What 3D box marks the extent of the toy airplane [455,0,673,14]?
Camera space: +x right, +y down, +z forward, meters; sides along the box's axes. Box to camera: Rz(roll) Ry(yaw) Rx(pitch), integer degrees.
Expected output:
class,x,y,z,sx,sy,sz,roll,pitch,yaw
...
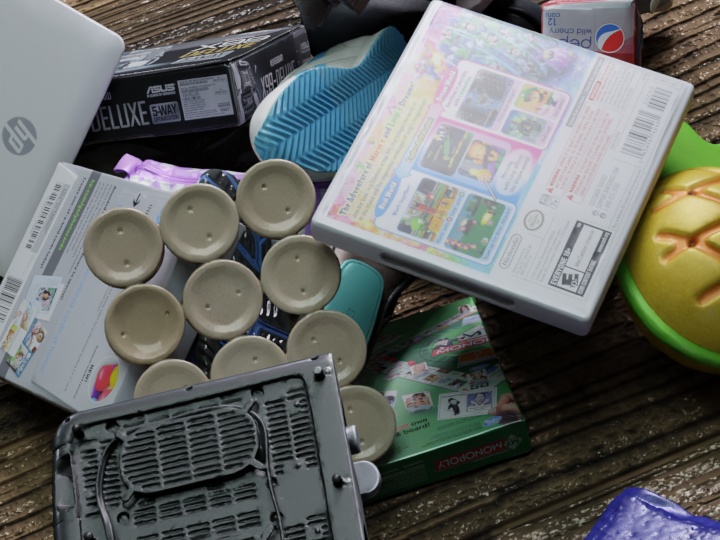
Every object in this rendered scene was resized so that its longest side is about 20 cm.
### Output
class,x,y,z,sx,sy,sz,roll,pitch,yaw
toy airplane,0.143,-0.237,1.693,0.199,0.199,0.141,-9,56,-9

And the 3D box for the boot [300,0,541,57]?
class,x,y,z,sx,sy,sz,roll,pitch,yaw
boot,0.033,-0.141,1.753,0.200,0.077,0.168,5,38,15

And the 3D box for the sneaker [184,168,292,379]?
class,x,y,z,sx,sy,sz,roll,pitch,yaw
sneaker,-0.097,0.029,1.560,0.077,0.076,0.200,-38,38,31

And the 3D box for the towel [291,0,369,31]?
class,x,y,z,sx,sy,sz,roll,pitch,yaw
towel,0.021,-0.254,1.676,0.035,0.193,0.200,43,92,6

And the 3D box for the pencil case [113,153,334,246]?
class,x,y,z,sx,sy,sz,roll,pitch,yaw
pencil case,-0.073,-0.035,1.653,0.199,0.086,0.084,2,39,23

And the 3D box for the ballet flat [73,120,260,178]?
class,x,y,z,sx,sy,sz,roll,pitch,yaw
ballet flat,-0.132,-0.077,1.755,0.200,0.068,0.046,-18,5,-3

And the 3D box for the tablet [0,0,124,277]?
class,x,y,z,sx,sy,sz,roll,pitch,yaw
tablet,-0.261,-0.108,1.721,0.130,0.200,0.014,31,16,15

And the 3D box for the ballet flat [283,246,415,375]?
class,x,y,z,sx,sy,sz,roll,pitch,yaw
ballet flat,0.000,0.000,1.544,0.068,0.068,0.200,37,58,-6

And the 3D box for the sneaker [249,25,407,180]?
class,x,y,z,sx,sy,sz,roll,pitch,yaw
sneaker,-0.028,-0.104,1.620,0.081,0.077,0.200,-21,9,30

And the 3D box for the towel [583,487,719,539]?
class,x,y,z,sx,sy,sz,roll,pitch,yaw
towel,0.153,0.211,1.304,0.147,0.050,0.200,14,47,42

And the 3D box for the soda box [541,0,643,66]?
class,x,y,z,sx,sy,sz,roll,pitch,yaw
soda box,0.161,-0.145,1.632,0.063,0.070,0.200,1,2,9

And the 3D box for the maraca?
class,x,y,z,sx,sy,sz,roll,pitch,yaw
maraca,0.224,-0.017,1.498,0.137,0.107,0.200,15,48,-12

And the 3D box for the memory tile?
class,x,y,z,sx,sy,sz,roll,pitch,yaw
memory tile,-0.076,0.041,1.460,0.153,0.200,0.017,-19,-5,-2

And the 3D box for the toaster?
class,x,y,z,sx,sy,sz,roll,pitch,yaw
toaster,-0.083,0.164,1.345,0.199,0.119,0.181,-14,56,3

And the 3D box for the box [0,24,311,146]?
class,x,y,z,sx,sy,sz,roll,pitch,yaw
box,-0.153,-0.135,1.771,0.199,0.050,0.158,-6,13,22

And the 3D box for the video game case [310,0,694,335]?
class,x,y,z,sx,sy,sz,roll,pitch,yaw
video game case,0.091,-0.069,1.476,0.182,0.024,0.200,20,57,13

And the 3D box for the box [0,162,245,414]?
class,x,y,z,sx,sy,sz,roll,pitch,yaw
box,-0.171,0.017,1.560,0.200,0.041,0.156,15,79,55

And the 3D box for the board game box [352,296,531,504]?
class,x,y,z,sx,sy,sz,roll,pitch,yaw
board game box,-0.004,0.093,1.514,0.200,0.029,0.135,-17,37,-1
